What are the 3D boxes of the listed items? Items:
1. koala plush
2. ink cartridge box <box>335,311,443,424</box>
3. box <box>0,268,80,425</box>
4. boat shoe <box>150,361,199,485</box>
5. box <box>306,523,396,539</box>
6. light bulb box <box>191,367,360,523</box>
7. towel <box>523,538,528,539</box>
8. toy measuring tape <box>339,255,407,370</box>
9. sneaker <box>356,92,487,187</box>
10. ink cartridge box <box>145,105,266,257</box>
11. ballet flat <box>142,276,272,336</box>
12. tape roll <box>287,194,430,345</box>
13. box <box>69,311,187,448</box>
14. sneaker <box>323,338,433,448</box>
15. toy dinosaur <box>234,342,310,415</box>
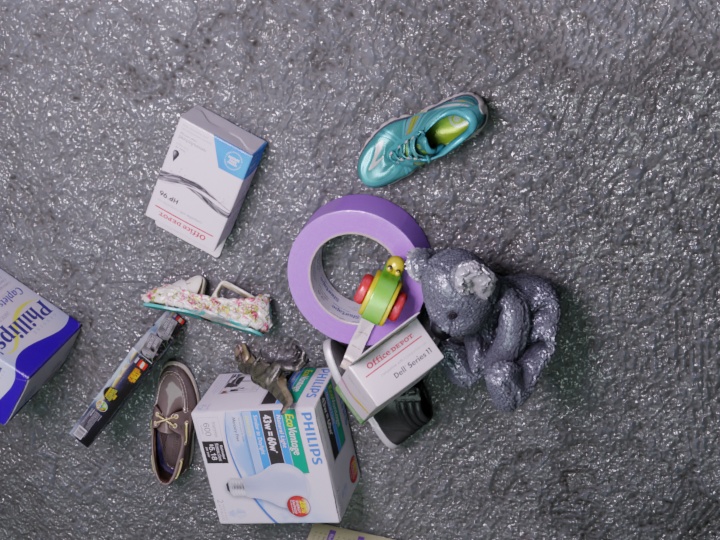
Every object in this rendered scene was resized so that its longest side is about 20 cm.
[{"bbox_3d":[0.151,0.043,1.405,0.200,0.177,0.185,41,81,-26],"label":"koala plush"},{"bbox_3d":[0.039,0.133,1.435,0.116,0.200,0.068,-35,81,-15],"label":"ink cartridge box"},{"bbox_3d":[-0.556,0.101,1.628,0.198,0.184,0.106,34,116,-3],"label":"box"},{"bbox_3d":[-0.296,0.241,1.690,0.070,0.060,0.204,11,116,10],"label":"boat shoe"},{"bbox_3d":[-0.005,0.499,1.663,0.196,0.176,0.099,9,116,9],"label":"box"},{"bbox_3d":[-0.123,0.264,1.619,0.196,0.125,0.202,-5,112,18],"label":"light bulb box"},{"bbox_3d":[0.255,0.519,1.683,0.147,0.037,0.202,-28,104,23],"label":"towel"},{"bbox_3d":[0.012,0.068,1.457,0.073,0.074,0.202,26,117,2],"label":"toy measuring tape"},{"bbox_3d":[0.074,-0.169,1.403,0.198,0.080,0.078,-29,104,25],"label":"sneaker"},{"bbox_3d":[-0.224,-0.111,1.512,0.114,0.068,0.202,27,117,2],"label":"ink cartridge box"},{"bbox_3d":[-0.220,0.045,1.582,0.196,0.076,0.065,14,82,4],"label":"ballet flat"},{"bbox_3d":[0.000,0.000,1.505,0.196,0.066,0.204,6,115,12],"label":"tape roll"},{"bbox_3d":[-0.349,0.161,1.626,0.040,0.137,0.201,38,118,-5],"label":"box"},{"bbox_3d":[0.032,0.161,1.568,0.098,0.071,0.201,-30,109,22],"label":"sneaker"},{"bbox_3d":[-0.117,0.147,1.569,0.088,0.199,0.048,-38,121,-12],"label":"toy dinosaur"}]
